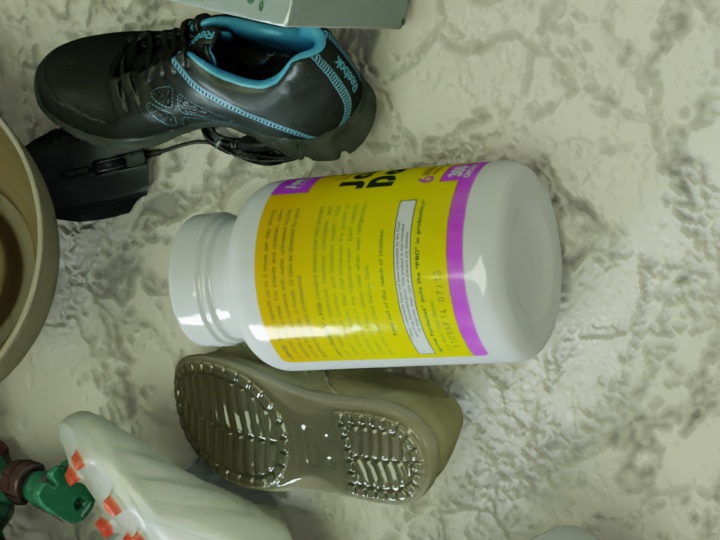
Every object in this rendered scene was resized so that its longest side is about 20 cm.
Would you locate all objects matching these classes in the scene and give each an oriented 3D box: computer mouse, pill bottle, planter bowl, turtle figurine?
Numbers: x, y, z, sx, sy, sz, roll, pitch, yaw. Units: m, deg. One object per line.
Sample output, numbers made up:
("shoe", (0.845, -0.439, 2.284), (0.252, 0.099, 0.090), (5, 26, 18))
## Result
("computer mouse", (-0.118, -0.065, 1.138), (0.198, 0.034, 0.059), (-11, 98, 27))
("pill bottle", (0.000, 0.000, 1.059), (0.198, 0.104, 0.105), (-4, 102, 26))
("planter bowl", (-0.255, -0.006, 1.129), (0.198, 0.135, 0.202), (-1, 82, 9))
("turtle figurine", (-0.253, 0.131, 1.218), (0.199, 0.100, 0.151), (21, 103, 38))

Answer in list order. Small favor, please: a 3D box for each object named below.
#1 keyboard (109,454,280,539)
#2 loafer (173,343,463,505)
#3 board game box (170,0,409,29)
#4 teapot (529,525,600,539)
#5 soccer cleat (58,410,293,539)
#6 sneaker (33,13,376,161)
("keyboard", (-0.136, 0.186, 1.164), (0.200, 0.011, 0.056), (-44, 88, -9))
("loafer", (-0.023, 0.085, 1.118), (0.199, 0.068, 0.076), (13, 112, 39))
("board game box", (-0.088, -0.173, 1.026), (0.198, 0.147, 0.065), (14, 100, 21))
("teapot", (0.085, 0.236, 1.033), (0.200, 0.197, 0.147), (-43, 73, 28))
("soccer cleat", (-0.090, 0.148, 1.137), (0.200, 0.078, 0.069), (45, 157, 5))
("sneaker", (-0.091, -0.112, 1.076), (0.198, 0.082, 0.074), (3, 62, 19))
